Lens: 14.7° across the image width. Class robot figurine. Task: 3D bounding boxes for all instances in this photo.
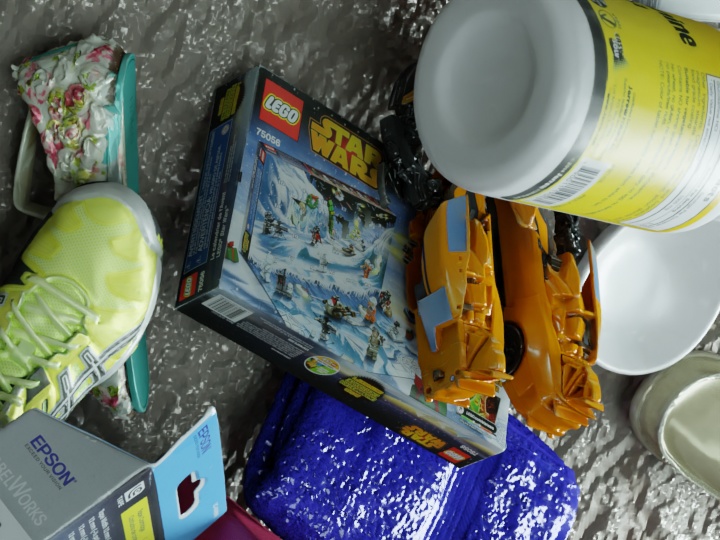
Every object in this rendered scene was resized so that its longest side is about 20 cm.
[{"bbox_3d":[0.075,-0.019,1.456,0.145,0.058,0.200,18,60,-40],"label":"robot figurine"}]

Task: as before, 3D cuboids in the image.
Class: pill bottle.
[{"bbox_3d":[0.132,-0.080,1.414,0.200,0.112,0.113,11,103,-43],"label":"pill bottle"}]

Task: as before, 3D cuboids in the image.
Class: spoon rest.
[{"bbox_3d":[0.178,-0.034,1.557,0.099,0.061,0.200,12,101,-30],"label":"spoon rest"}]

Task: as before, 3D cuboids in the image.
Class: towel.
[{"bbox_3d":[0.034,0.116,1.509,0.200,0.050,0.148,40,56,-30],"label":"towel"}]

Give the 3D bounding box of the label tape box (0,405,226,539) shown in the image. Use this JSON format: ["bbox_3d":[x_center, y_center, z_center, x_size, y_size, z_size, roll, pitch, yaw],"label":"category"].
[{"bbox_3d":[-0.162,0.130,1.333,0.200,0.066,0.143,-37,162,-15],"label":"label tape box"}]

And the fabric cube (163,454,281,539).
[{"bbox_3d":[-0.064,0.253,1.455,0.200,0.199,0.196,-50,123,-3],"label":"fabric cube"}]

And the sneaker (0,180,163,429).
[{"bbox_3d":[-0.160,0.048,1.349,0.075,0.076,0.200,31,104,-2],"label":"sneaker"}]

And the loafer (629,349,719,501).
[{"bbox_3d":[0.242,0.111,1.637,0.200,0.068,0.076,30,93,-32],"label":"loafer"}]

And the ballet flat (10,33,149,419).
[{"bbox_3d":[-0.142,-0.022,1.404,0.064,0.076,0.200,0,106,5],"label":"ballet flat"}]

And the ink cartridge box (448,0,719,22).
[{"bbox_3d":[0.128,-0.211,1.454,0.200,0.084,0.144,2,106,-27],"label":"ink cartridge box"}]

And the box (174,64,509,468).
[{"bbox_3d":[0.000,0.000,1.445,0.200,0.040,0.137,32,52,-31],"label":"box"}]
